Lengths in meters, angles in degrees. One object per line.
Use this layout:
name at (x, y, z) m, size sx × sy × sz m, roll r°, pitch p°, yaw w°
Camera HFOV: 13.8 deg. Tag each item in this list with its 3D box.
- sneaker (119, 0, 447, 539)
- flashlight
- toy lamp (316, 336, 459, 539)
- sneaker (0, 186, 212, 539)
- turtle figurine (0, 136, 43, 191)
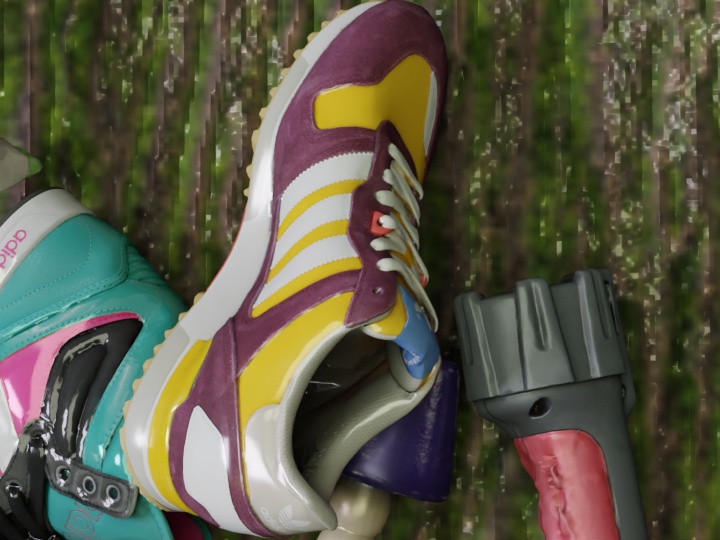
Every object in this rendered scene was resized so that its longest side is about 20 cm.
sneaker at (0.000, 0.000, 1.005) m, size 0.090 × 0.075 × 0.201 m, roll 10°, pitch 69°, yaw 40°
flashlight at (0.071, 0.103, 1.024) m, size 0.068 × 0.068 × 0.201 m, roll -12°, pitch 87°, yaw 11°
toy lamp at (-0.012, 0.122, 1.041) m, size 0.058 × 0.058 × 0.201 m, roll 17°, pitch 92°, yaw 9°
sneaker at (-0.115, 0.085, 1.049) m, size 0.120 × 0.084 × 0.201 m, roll 32°, pitch 92°, yaw 18°
turtle figurine at (-0.174, -0.128, 1.068) m, size 0.143 × 0.200 × 0.195 m, roll -13°, pitch 107°, yaw -14°
